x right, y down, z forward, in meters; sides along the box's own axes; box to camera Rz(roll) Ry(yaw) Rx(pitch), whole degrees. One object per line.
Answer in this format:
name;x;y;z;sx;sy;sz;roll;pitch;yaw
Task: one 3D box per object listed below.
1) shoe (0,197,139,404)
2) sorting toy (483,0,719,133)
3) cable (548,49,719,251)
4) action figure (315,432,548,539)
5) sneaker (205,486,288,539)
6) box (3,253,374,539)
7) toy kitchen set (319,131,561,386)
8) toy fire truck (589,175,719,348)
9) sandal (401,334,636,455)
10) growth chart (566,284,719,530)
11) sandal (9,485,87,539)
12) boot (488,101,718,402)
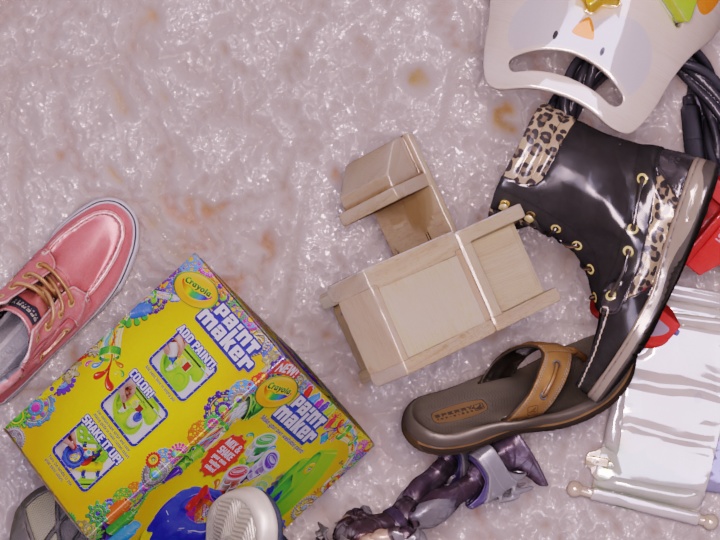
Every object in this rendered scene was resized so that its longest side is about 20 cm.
shoe;-0.247;0.026;1.671;0.071;0.091;0.200;40;89;0
sorting toy;0.181;-0.202;1.645;0.199;0.107;0.181;19;76;6
cable;0.222;-0.100;1.696;0.163;0.051;0.201;32;88;0
action figure;0.042;0.190;1.655;0.200;0.130;0.070;-35;115;-15
sneaker;-0.067;0.215;1.583;0.084;0.200;0.075;-14;61;-22
box;-0.124;0.124;1.601;0.193;0.200;0.122;-43;59;-1
toy kitchen set;0.000;0.000;1.590;0.180;0.200;0.164;-23;88;-43
toy fire truck;0.291;-0.004;1.667;0.141;0.049;0.200;37;102;-11
sandal;0.125;0.086;1.660;0.199;0.082;0.055;-14;125;-12
growth chart;0.264;0.108;1.708;0.144;0.018;0.201;19;89;0
sandal;-0.215;0.261;1.689;0.080;0.057;0.202;-30;104;-6
boot;0.167;-0.017;1.611;0.150;0.073;0.201;25;103;10
